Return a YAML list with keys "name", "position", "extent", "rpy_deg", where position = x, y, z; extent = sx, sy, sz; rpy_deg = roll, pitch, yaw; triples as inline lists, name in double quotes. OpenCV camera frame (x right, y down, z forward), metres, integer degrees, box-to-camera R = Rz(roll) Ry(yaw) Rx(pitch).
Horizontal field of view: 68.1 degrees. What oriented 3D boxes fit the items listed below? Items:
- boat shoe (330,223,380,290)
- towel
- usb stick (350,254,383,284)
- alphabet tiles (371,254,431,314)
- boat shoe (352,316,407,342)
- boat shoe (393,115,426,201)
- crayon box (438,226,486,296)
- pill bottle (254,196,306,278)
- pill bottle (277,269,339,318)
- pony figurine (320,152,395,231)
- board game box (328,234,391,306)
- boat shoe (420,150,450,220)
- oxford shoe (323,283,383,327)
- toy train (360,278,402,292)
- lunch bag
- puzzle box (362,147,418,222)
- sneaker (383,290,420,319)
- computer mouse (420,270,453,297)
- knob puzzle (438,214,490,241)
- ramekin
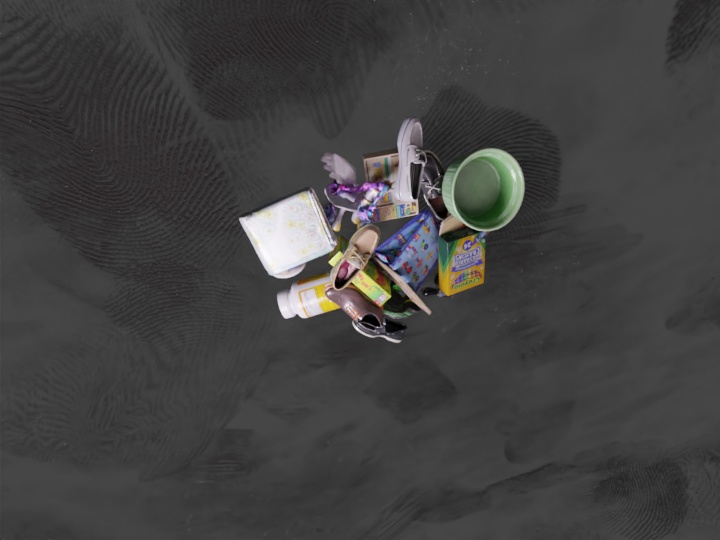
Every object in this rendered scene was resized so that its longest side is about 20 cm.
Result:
- name: "boat shoe"
  position: [-0.011, -0.029, 1.376]
  extent: [0.073, 0.067, 0.201]
  rpy_deg: [26, 117, -15]
- name: "towel"
  position: [-0.172, -0.096, 1.308]
  extent: [0.197, 0.048, 0.173]
  rpy_deg: [-22, 115, 4]
- name: "usb stick"
  position: [0.045, -0.016, 1.559]
  extent: [0.198, 0.033, 0.056]
  rpy_deg: [-25, 123, 14]
- name: "alphabet tiles"
  position: [0.122, 0.046, 1.498]
  extent: [0.008, 0.167, 0.200]
  rpy_deg: [-45, 124, -4]
- name: "boat shoe"
  position: [0.068, 0.176, 1.704]
  extent: [0.197, 0.075, 0.066]
  rpy_deg: [22, 123, -26]
- name: "boat shoe"
  position: [0.131, -0.265, 1.277]
  extent: [0.073, 0.066, 0.204]
  rpy_deg: [-6, 106, -38]
- name: "crayon box"
  position: [0.282, -0.015, 1.483]
  extent: [0.124, 0.052, 0.203]
  rpy_deg: [-18, 124, -18]
- name: "pill bottle"
  position: [-0.214, -0.088, 1.402]
  extent: [0.109, 0.112, 0.202]
  rpy_deg: [-10, 132, 0]
- name: "pill bottle"
  position: [-0.136, 0.073, 1.556]
  extent: [0.197, 0.112, 0.112]
  rpy_deg: [-17, 132, 6]
- name: "pony figurine"
  position: [-0.027, -0.183, 1.339]
  extent: [0.190, 0.169, 0.200]
  rpy_deg: [13, 145, -25]
- name: "board game box"
  position: [0.000, 0.000, 1.490]
  extent: [0.199, 0.102, 0.048]
  rpy_deg: [41, 112, -20]
- name: "boat shoe"
  position: [0.193, -0.220, 1.382]
  extent: [0.071, 0.068, 0.201]
  rpy_deg: [-18, 130, 9]
- name: "oxford shoe"
  position: [-0.014, 0.097, 1.469]
  extent: [0.198, 0.073, 0.071]
  rpy_deg: [24, 129, -25]
- name: "toy train"
  position: [0.065, 0.065, 1.631]
  extent: [0.197, 0.042, 0.057]
  rpy_deg: [-22, 141, 11]
- name: "lunch bag"
  position: [0.162, -0.063, 1.477]
  extent: [0.200, 0.094, 0.151]
  rpy_deg: [-45, 134, -2]
- name: "puzzle box"
  position: [0.081, -0.221, 1.389]
  extent: [0.131, 0.026, 0.202]
  rpy_deg: [-10, 132, 1]
- name: "sneaker"
  position: [0.102, 0.118, 1.623]
  extent: [0.085, 0.079, 0.199]
  rpy_deg: [-33, 152, 29]
- name: "computer mouse"
  position: [0.283, 0.021, 1.591]
  extent: [0.139, 0.046, 0.201]
  rpy_deg: [4, 135, -38]
- name: "knob puzzle"
  position: [0.289, -0.125, 1.478]
  extent: [0.217, 0.031, 0.221]
  rpy_deg: [-20, 144, -15]
- name: "ramekin"
  position: [0.302, -0.206, 1.343]
  extent: [0.196, 0.098, 0.204]
  rpy_deg: [-3, 103, -14]
